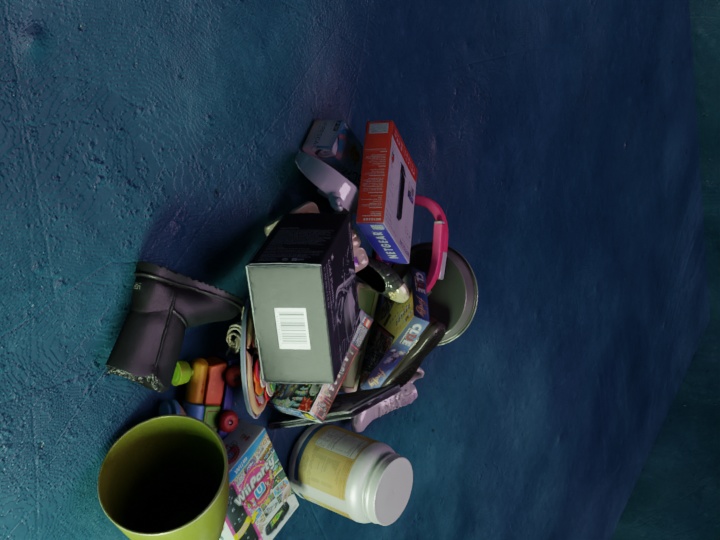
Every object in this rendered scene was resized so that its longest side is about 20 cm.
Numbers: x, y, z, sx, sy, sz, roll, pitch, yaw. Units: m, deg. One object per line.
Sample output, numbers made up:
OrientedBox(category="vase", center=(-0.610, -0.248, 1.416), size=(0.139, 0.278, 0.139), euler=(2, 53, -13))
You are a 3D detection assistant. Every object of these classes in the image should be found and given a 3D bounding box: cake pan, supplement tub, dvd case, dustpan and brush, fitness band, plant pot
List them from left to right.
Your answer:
OrientedBox(category="plant pot", center=(-0.269, 0.348, 1.359), size=(0.188, 0.185, 0.202), euler=(-51, 152, -32))
OrientedBox(category="dustpan and brush", center=(-0.044, -0.128, 1.483), size=(0.139, 0.200, 0.058), euler=(37, 88, -17))
OrientedBox(category="dvd case", center=(-0.046, 0.239, 1.608), size=(0.148, 0.198, 0.016), euler=(-19, 93, -50))
OrientedBox(category="supplement tub", center=(-0.018, 0.372, 1.677), size=(0.144, 0.198, 0.147), euler=(-21, 117, -49))
OrientedBox(category="fitness band", center=(0.096, -0.044, 1.757), size=(0.037, 0.141, 0.204), euler=(7, 89, -60))
OrientedBox(category="cake pan", center=(0.130, 0.046, 1.784), size=(0.037, 0.197, 0.204), euler=(1, 99, -65))

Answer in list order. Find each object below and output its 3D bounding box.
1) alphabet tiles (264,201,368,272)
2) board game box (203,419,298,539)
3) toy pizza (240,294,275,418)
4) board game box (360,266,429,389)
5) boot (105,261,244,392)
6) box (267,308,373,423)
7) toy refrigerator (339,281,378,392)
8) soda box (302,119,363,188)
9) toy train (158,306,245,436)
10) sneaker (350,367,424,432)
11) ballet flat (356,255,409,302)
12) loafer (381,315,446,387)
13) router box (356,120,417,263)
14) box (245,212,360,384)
OrientedBox(category="alphabet tiles", center=(-0.085, -0.013, 1.554), size=(0.194, 0.015, 0.202), euler=(-31, 121, -13))
OrientedBox(category="board game box", center=(-0.195, 0.378, 1.550), size=(0.148, 0.063, 0.202), euler=(-48, 134, -36))
OrientedBox(category="toy pizza", center=(-0.159, 0.134, 1.468), size=(0.200, 0.031, 0.204), euler=(-1, 90, -87))
OrientedBox(category="board game box", center=(0.059, 0.111, 1.698), size=(0.201, 0.034, 0.137), euler=(-55, -158, 34))
OrientedBox(category="boot", center=(-0.270, 0.095, 1.345), size=(0.199, 0.076, 0.171), euler=(24, 76, -47))
OrientedBox(category="box", center=(-0.073, 0.156, 1.586), size=(0.040, 0.136, 0.202), euler=(41, 65, -34))
OrientedBox(category="toy refrigerator", center=(-0.027, 0.120, 1.702), size=(0.075, 0.069, 0.204), euler=(16, 87, -55))
OrientedBox(category="soda box", center=(-0.021, -0.179, 1.618), size=(0.200, 0.067, 0.064), euler=(49, 57, -49))
OrientedBox(category="toy train", center=(-0.243, 0.151, 1.411), size=(0.114, 0.084, 0.204), euler=(6, 95, -41))
OrientedBox(category="sneaker", center=(0.054, 0.246, 1.821), size=(0.201, 0.099, 0.075), euler=(-51, 157, -32))
OrientedBox(category="ballet flat", center=(0.000, 0.000, 1.631), size=(0.057, 0.198, 0.067), euler=(-57, -178, -41))
OrientedBox(category="loafer", center=(0.082, 0.158, 1.759), size=(0.201, 0.071, 0.073), euler=(-49, 153, 15))
OrientedBox(category="router box", center=(0.048, -0.129, 1.574), size=(0.200, 0.048, 0.183), euler=(50, 43, -67))
OrientedBox(category="box", center=(-0.083, 0.040, 1.435), size=(0.197, 0.121, 0.203), euler=(-67, 154, -62))
